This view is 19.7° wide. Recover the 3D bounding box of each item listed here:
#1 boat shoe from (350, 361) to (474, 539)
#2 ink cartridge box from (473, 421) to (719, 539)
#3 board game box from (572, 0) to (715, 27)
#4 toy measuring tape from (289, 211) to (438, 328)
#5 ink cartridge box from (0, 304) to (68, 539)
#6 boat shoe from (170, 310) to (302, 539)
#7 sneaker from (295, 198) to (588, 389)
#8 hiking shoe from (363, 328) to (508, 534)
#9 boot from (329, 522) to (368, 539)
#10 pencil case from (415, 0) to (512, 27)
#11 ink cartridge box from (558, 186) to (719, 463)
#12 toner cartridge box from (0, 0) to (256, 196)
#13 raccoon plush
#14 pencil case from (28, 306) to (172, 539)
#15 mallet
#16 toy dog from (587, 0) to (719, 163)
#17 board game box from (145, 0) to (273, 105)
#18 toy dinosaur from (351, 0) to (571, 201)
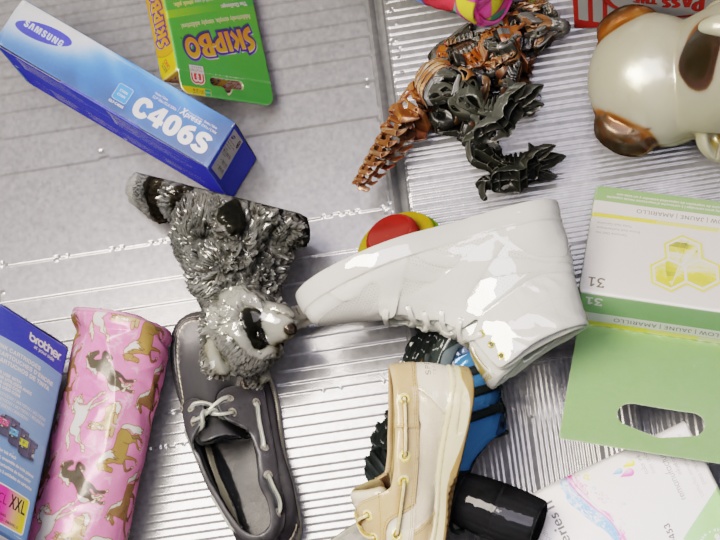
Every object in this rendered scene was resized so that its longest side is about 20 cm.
[{"bbox_3d":[0.027,0.159,1.437,0.069,0.074,0.202,11,90,-6],"label":"boat shoe"},{"bbox_3d":[0.168,0.206,1.481,0.199,0.067,0.118,-26,74,1],"label":"ink cartridge box"},{"bbox_3d":[0.228,-0.234,1.512,0.150,0.200,0.047,-1,77,8],"label":"board game box"},{"bbox_3d":[0.000,0.000,1.562,0.199,0.073,0.074,-15,74,21],"label":"toy measuring tape"},{"bbox_3d":[-0.292,0.115,1.508,0.136,0.076,0.201,-23,46,35],"label":"ink cartridge box"},{"bbox_3d":[-0.095,0.116,1.539,0.072,0.063,0.201,-22,73,4],"label":"boat shoe"},{"bbox_3d":[0.060,0.032,1.462,0.199,0.074,0.116,-17,76,4],"label":"sneaker"},{"bbox_3d":[0.075,0.087,1.532,0.086,0.074,0.201,31,72,-17],"label":"hiking shoe"},{"bbox_3d":[0.014,0.291,1.480,0.181,0.073,0.200,-36,79,-9],"label":"boot"},{"bbox_3d":[0.036,-0.252,1.583,0.199,0.088,0.089,24,80,25],"label":"pencil case"},{"bbox_3d":[0.226,0.037,1.490,0.144,0.048,0.201,8,52,8],"label":"ink cartridge box"},{"bbox_3d":[-0.179,-0.130,1.594,0.199,0.095,0.043,31,81,13],"label":"toner cartridge box"},{"bbox_3d":[-0.112,0.009,1.554,0.096,0.200,0.135,13,92,-34],"label":"raccoon plush"},{"bbox_3d":[-0.196,0.126,1.539,0.086,0.083,0.202,8,78,22],"label":"pencil case"},{"bbox_3d":[0.060,0.237,1.439,0.066,0.041,0.201,27,86,17],"label":"mallet"},{"bbox_3d":[0.259,-0.137,1.502,0.199,0.193,0.141,-4,90,41],"label":"toy dog"},{"bbox_3d":[-0.127,-0.221,1.610,0.030,0.095,0.201,-31,65,40],"label":"board game box"},{"bbox_3d":[0.084,-0.124,1.573,0.200,0.102,0.136,-51,51,7],"label":"toy dinosaur"}]
